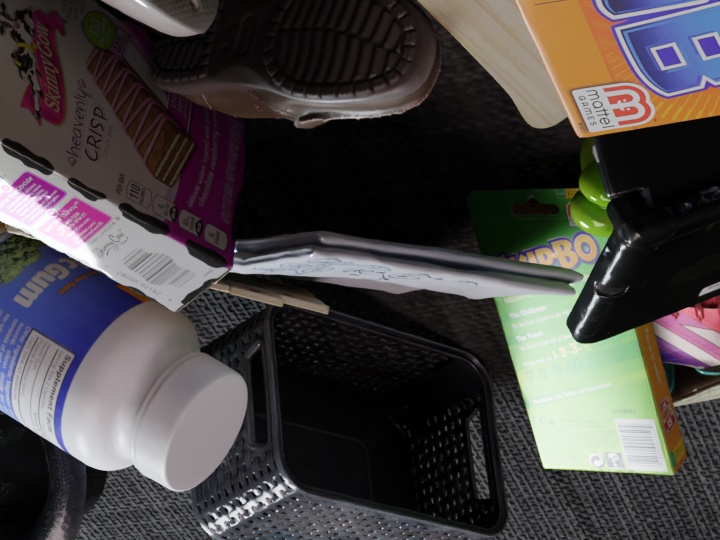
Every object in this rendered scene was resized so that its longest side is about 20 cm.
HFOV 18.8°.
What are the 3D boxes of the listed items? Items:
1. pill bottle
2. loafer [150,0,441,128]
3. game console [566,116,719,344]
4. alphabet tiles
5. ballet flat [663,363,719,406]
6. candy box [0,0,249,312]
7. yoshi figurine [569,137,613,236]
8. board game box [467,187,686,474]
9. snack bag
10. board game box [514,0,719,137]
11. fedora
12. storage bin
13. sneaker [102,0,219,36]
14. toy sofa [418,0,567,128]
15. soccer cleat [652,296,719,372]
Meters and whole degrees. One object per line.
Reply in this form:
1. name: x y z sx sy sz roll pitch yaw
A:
1. pill bottle: -0.171 0.055 1.357 0.199 0.112 0.112 27 151 25
2. loafer: -0.026 -0.116 1.186 0.199 0.073 0.071 9 166 44
3. game console: 0.187 -0.075 1.129 0.199 0.117 0.176 -20 155 -22
4. alphabet tiles: -0.121 -0.005 1.337 0.199 0.006 0.166 15 -177 -10
5. ballet flat: 0.215 0.067 1.422 0.199 0.068 0.062 -7 151 19
6. candy box: -0.159 -0.083 1.215 0.199 0.137 0.061 28 135 -28
7. yoshi figurine: 0.210 -0.055 1.255 0.199 0.113 0.112 4 -176 -19
8. board game box: 0.133 0.035 1.339 0.095 0.030 0.201 0 121 35
9. snack bag: 0.000 0.000 1.288 0.188 0.022 0.200 7 175 -33
10. board game box: 0.163 -0.210 0.936 0.199 0.201 0.200 -9 141 21
11. fedora: -0.252 0.140 1.546 0.200 0.202 0.091 -21 168 33
12. storage bin: -0.009 0.114 1.429 0.199 0.136 0.094 17 145 -37
13. sneaker: -0.161 -0.187 1.142 0.200 0.071 0.080 35 145 -24
14. toy sofa: 0.082 -0.166 1.109 0.097 0.083 0.200 -20 137 35
15. soccer cleat: 0.196 0.022 1.363 0.199 0.068 0.073 -6 138 20
